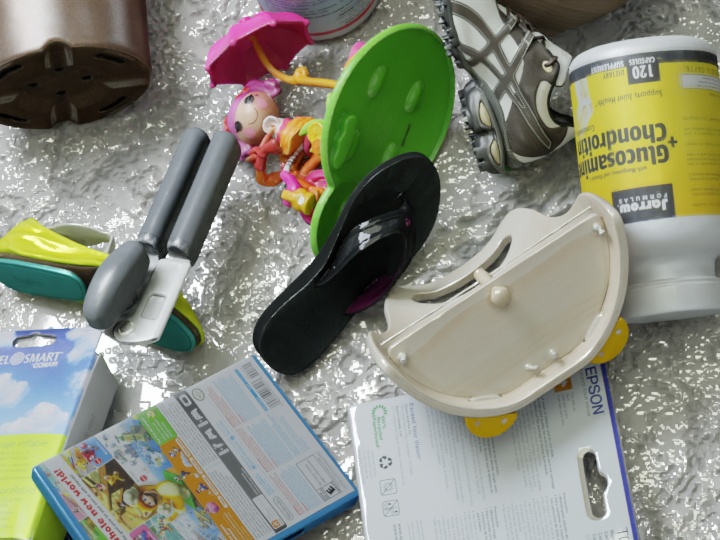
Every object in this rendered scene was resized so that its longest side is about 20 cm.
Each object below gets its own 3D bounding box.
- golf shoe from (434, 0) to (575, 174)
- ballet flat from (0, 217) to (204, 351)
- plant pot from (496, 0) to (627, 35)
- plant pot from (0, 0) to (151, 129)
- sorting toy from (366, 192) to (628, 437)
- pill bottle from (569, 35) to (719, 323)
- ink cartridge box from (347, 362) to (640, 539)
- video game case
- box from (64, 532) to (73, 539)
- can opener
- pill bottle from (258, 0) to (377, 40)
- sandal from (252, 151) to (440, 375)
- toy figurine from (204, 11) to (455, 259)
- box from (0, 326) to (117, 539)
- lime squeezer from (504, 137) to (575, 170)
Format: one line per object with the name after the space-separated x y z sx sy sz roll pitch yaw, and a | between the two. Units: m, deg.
0.110 -0.175 1.649 0.094 0.201 0.078 -14 28 7 | golf shoe
-0.199 0.002 1.714 0.199 0.067 0.067 18 53 22 | ballet flat
0.136 -0.250 1.711 0.201 0.200 0.093 38 119 25 | plant pot
-0.258 -0.236 1.774 0.199 0.200 0.199 -15 70 6 | plant pot
0.096 0.019 1.601 0.199 0.107 0.180 -33 26 -2 | sorting toy
0.219 -0.066 1.600 0.111 0.112 0.201 -7 83 10 | pill bottle
0.100 0.175 1.571 0.199 0.041 0.201 -11 63 8 | ink cartridge box
-0.120 0.158 1.586 0.199 0.018 0.143 -26 65 -28 | video game case
-0.172 0.247 1.596 0.198 0.050 0.201 -25 61 0 | box
-0.147 -0.030 1.649 0.052 0.067 0.201 10 56 21 | can opener
-0.052 -0.278 1.731 0.108 0.200 0.109 -5 64 10 | pill bottle
0.000 0.001 1.649 0.201 0.075 0.048 -53 34 1 | sandal
-0.049 -0.125 1.722 0.184 0.150 0.201 26 97 36 | toy figurine
-0.264 0.134 1.640 0.121 0.048 0.201 -3 47 22 | box
0.213 -0.099 1.686 0.199 0.038 0.071 9 99 16 | lime squeezer
